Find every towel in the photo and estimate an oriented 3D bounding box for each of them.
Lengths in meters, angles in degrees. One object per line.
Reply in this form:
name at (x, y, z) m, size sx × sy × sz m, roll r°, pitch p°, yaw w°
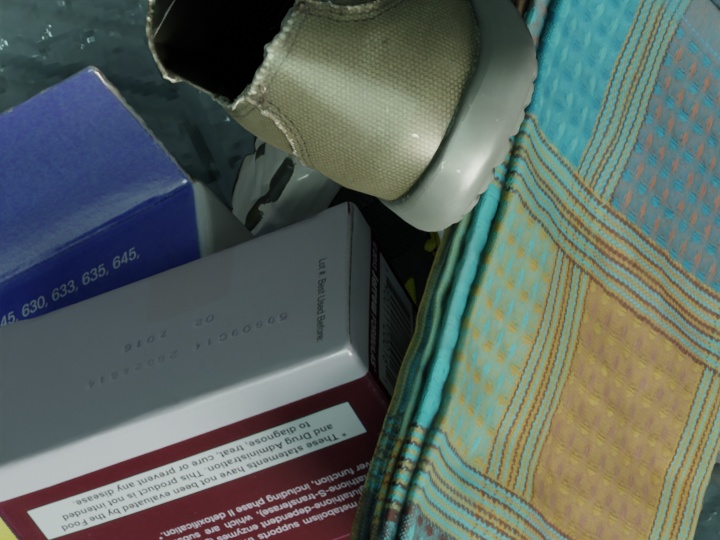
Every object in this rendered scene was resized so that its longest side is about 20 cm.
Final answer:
towel at (0.062, 0.015, 0.711) m, size 0.022 × 0.200 × 0.147 m, roll 7°, pitch 163°, yaw 36°

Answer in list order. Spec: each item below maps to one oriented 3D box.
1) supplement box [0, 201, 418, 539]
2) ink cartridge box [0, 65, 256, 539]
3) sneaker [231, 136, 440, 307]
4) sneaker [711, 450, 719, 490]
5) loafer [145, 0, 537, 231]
supplement box at (-0.007, 0.085, 0.751) m, size 0.109 × 0.061 × 0.200 m, roll -19°, pitch 127°, yaw 16°
ink cartridge box at (-0.092, 0.060, 0.798) m, size 0.198 × 0.047 × 0.200 m, roll -27°, pitch 127°, yaw 24°
sneaker at (0.000, 0.000, 0.820) m, size 0.085 × 0.074 × 0.200 m, roll 20°, pitch 127°, yaw -11°
sneaker at (0.112, 0.006, 0.818) m, size 0.082 × 0.077 × 0.200 m, roll -43°, pitch 104°, yaw -7°
loafer at (-0.017, -0.076, 0.704) m, size 0.070 × 0.200 × 0.075 m, roll 22°, pitch 102°, yaw -24°
